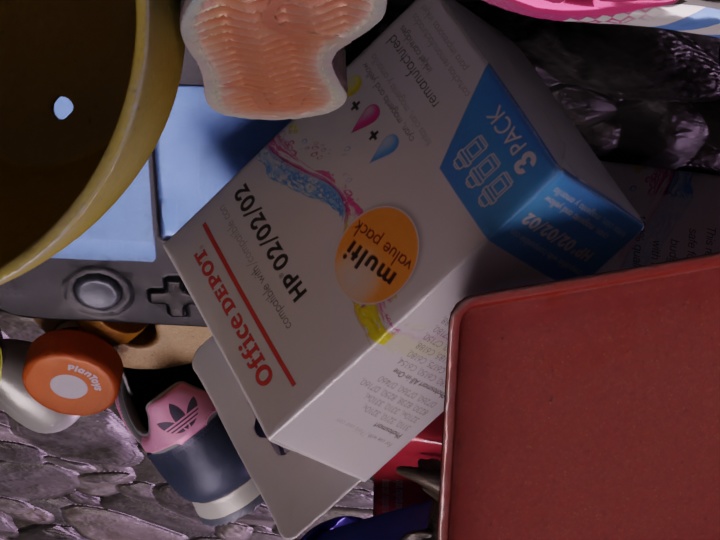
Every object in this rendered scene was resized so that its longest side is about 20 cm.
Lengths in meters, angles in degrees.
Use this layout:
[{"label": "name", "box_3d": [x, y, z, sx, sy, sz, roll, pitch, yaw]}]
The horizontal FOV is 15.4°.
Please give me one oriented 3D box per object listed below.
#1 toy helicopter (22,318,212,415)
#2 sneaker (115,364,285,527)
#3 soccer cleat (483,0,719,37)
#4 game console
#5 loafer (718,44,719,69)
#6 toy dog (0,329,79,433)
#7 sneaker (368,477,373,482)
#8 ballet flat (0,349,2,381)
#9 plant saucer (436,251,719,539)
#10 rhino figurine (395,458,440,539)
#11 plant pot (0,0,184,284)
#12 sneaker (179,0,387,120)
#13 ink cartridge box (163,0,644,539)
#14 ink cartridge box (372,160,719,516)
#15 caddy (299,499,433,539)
[{"label": "toy helicopter", "box_3d": [-0.119, -0.026, 1.220, 0.132, 0.079, 0.200, -11, 134, 22]}, {"label": "sneaker", "box_3d": [-0.097, 0.052, 1.361, 0.082, 0.070, 0.200, 55, 174, -28]}, {"label": "soccer cleat", "box_3d": [0.100, -0.114, 0.950, 0.200, 0.070, 0.086, 13, 178, 5]}, {"label": "game console", "box_3d": [-0.090, -0.050, 1.128, 0.177, 0.031, 0.200, 6, 136, 6]}, {"label": "loafer", "box_3d": [0.231, -0.042, 1.074, 0.200, 0.071, 0.073, 15, 157, -16]}, {"label": "toy dog", "box_3d": [-0.241, 0.026, 1.346, 0.096, 0.132, 0.200, -2, 130, 56]}, {"label": "sneaker", "box_3d": [0.012, 0.081, 1.344, 0.060, 0.200, 0.104, -24, 161, -35]}, {"label": "ballet flat", "box_3d": [-0.201, -0.026, 1.138, 0.067, 0.200, 0.067, -13, 163, -38]}, {"label": "plant saucer", "box_3d": [0.112, 0.080, 1.067, 0.199, 0.200, 0.037, -9, -154, -24]}, {"label": "rhino figurine", "box_3d": [0.089, 0.124, 1.157, 0.200, 0.060, 0.087, 27, 161, -33]}, {"label": "plant pot", "box_3d": [-0.142, -0.088, 0.975, 0.200, 0.200, 0.142, 0, -178, 18]}, {"label": "sneaker", "box_3d": [-0.031, -0.115, 0.948, 0.071, 0.080, 0.200, -1, 169, -6]}, {"label": "ink cartridge box", "box_3d": [0.000, 0.000, 1.071, 0.200, 0.115, 0.068, -44, 141, 16]}, {"label": "ink cartridge box", "box_3d": [0.113, 0.042, 1.223, 0.200, 0.145, 0.145, 8, 159, 3]}, {"label": "caddy", "box_3d": [0.028, 0.199, 1.204, 0.105, 0.200, 0.141, -26, 146, 30]}]
